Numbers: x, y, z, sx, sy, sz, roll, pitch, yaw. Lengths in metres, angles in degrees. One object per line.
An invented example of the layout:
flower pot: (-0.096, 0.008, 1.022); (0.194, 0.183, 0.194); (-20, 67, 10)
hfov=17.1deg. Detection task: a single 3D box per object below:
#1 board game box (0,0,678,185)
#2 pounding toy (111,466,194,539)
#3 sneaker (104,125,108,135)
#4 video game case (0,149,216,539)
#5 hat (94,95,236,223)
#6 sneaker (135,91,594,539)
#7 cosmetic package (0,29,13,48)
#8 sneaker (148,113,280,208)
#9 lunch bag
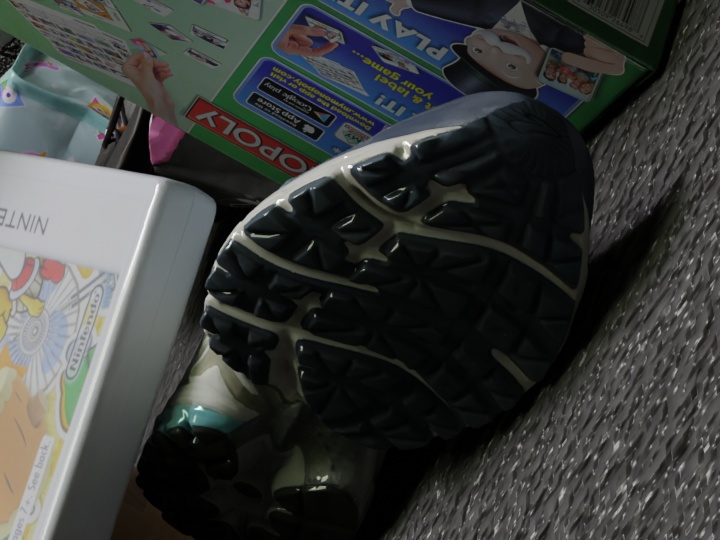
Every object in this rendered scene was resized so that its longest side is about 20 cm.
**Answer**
board game box: (-0.036, -0.081, 0.617); (0.135, 0.199, 0.029); (-42, 22, 60)
pounding toy: (-0.143, 0.123, 0.795); (0.200, 0.142, 0.185); (-46, 21, 55)
sneaker: (-0.079, -0.117, 1.245); (0.081, 0.075, 0.201); (-48, 26, 29)
video game case: (-0.128, 0.062, 0.674); (0.182, 0.023, 0.201); (11, 82, 51)
hat: (-0.065, -0.083, 1.070); (0.201, 0.080, 0.202); (-160, 90, -84)
sneaker: (0.000, 0.000, 0.600); (0.200, 0.077, 0.087); (-47, 16, 54)
cosmetic package: (-0.116, -0.127, 0.723); (0.200, 0.085, 0.108); (-41, 24, -1)
sneaker: (-0.009, -0.109, 0.926); (0.201, 0.080, 0.086); (-57, -1, -5)
lunch bag: (-0.170, -0.045, 1.339); (0.171, 0.121, 0.200); (-61, 10, 16)
